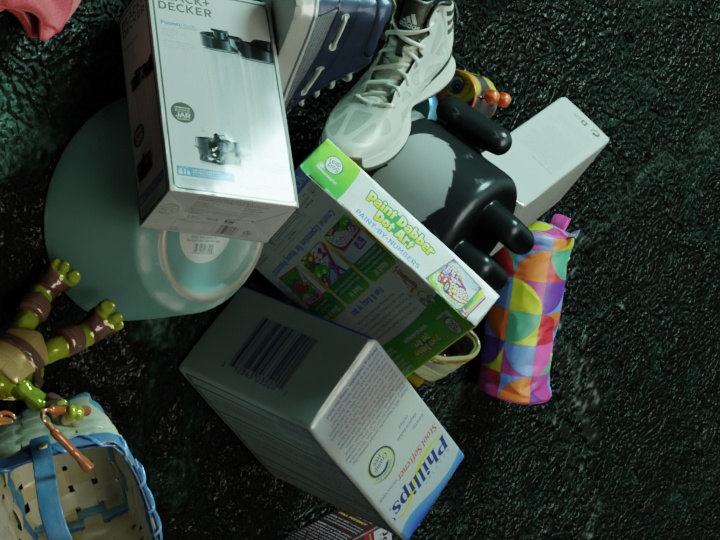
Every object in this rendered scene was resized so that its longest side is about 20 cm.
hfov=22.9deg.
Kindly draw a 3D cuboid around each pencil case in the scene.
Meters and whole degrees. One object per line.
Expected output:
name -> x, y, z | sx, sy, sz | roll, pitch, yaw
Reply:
pencil case -> 0.178, 0.041, 1.886 | 0.088, 0.088, 0.200 | -3, 108, -45

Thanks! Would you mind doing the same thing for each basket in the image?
basket -> -0.232, 0.210, 1.429 | 0.139, 0.200, 0.177 | -19, 120, -10

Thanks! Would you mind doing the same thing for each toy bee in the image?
toy bee -> 0.086, -0.151, 1.702 | 0.131, 0.109, 0.200 | -20, 118, -38

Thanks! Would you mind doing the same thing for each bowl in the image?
bowl -> -0.155, -0.042, 1.494 | 0.201, 0.105, 0.201 | -20, 118, -41

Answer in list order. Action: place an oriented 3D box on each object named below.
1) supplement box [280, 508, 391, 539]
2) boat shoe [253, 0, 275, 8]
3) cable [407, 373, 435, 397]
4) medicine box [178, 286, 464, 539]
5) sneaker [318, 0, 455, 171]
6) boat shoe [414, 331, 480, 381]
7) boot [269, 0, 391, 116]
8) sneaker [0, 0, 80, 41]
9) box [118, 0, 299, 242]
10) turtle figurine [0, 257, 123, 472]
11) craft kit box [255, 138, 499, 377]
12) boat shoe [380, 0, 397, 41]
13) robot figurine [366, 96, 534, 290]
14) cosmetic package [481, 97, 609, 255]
supplement box -> -0.055, 0.321, 1.760 | 0.200, 0.061, 0.109 | -24, 120, -40
boat shoe -> -0.082, -0.250, 1.523 | 0.200, 0.066, 0.072 | 34, 57, -50
cable -> -0.001, 0.102, 1.763 | 0.200, 0.050, 0.097 | 42, 72, -34
medicine box -> -0.034, 0.131, 1.622 | 0.103, 0.182, 0.200 | -53, 135, -17
sneaker -> 0.022, -0.180, 1.541 | 0.201, 0.076, 0.115 | -53, 155, -40
boat shoe -> 0.051, 0.056, 1.740 | 0.200, 0.066, 0.074 | 22, 50, -57
boot -> -0.045, -0.167, 1.514 | 0.090, 0.073, 0.200 | 3, 143, -23
sneaker -> -0.278, -0.235, 1.318 | 0.200, 0.074, 0.087 | 30, 83, -47
box -> -0.124, -0.128, 1.424 | 0.116, 0.060, 0.200 | 8, 58, -28
turtle figurine -> -0.261, 0.072, 1.409 | 0.161, 0.200, 0.064 | -46, 168, -44
craft kit box -> 0.000, 0.000, 1.540 | 0.198, 0.200, 0.049 | 45, 62, -2
boat shoe -> 0.015, -0.262, 1.611 | 0.200, 0.074, 0.076 | 23, 87, -48
robot figurine -> 0.060, -0.065, 1.600 | 0.150, 0.200, 0.125 | -36, 153, -34
cosmetic package -> 0.157, -0.090, 1.762 | 0.200, 0.074, 0.102 | -34, 164, -51
